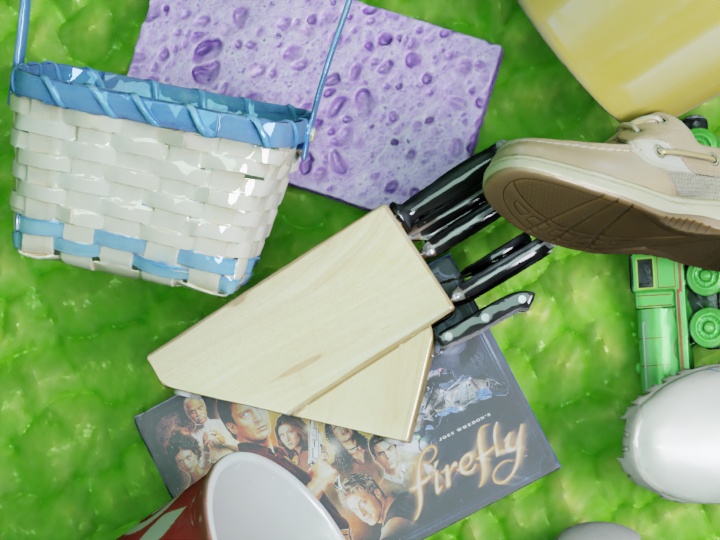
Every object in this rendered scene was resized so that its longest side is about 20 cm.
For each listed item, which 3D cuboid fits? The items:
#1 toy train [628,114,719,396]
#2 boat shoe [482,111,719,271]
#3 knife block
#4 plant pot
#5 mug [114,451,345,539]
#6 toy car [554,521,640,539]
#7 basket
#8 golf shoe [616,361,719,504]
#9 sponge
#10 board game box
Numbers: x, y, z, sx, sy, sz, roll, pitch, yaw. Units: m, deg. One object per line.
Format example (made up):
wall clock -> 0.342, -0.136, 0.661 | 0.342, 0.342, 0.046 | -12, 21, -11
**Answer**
toy train -> 0.177, 0.014, 1.638 | 0.056, 0.042, 0.200 | -3, 86, 12
boat shoe -> 0.151, -0.048, 1.566 | 0.200, 0.072, 0.065 | 10, 67, -28
knife block -> 0.000, 0.000, 1.598 | 0.200, 0.064, 0.176 | 12, 86, 3
plant pot -> 0.184, -0.180, 1.583 | 0.189, 0.201, 0.201 | -39, 86, 16
mug -> -0.098, 0.219, 1.567 | 0.200, 0.133, 0.178 | -32, 96, 24
toy car -> 0.142, 0.239, 1.568 | 0.175, 0.150, 0.200 | 37, 89, 4
basket -> -0.107, -0.096, 1.572 | 0.176, 0.139, 0.200 | 15, 101, 3
golf shoe -> 0.239, 0.088, 1.574 | 0.200, 0.097, 0.079 | 0, 90, -19
sponge -> -0.028, -0.102, 1.657 | 0.200, 0.030, 0.112 | 18, 88, 4
board game box -> -0.008, 0.096, 1.641 | 0.200, 0.035, 0.136 | -28, 86, 0
